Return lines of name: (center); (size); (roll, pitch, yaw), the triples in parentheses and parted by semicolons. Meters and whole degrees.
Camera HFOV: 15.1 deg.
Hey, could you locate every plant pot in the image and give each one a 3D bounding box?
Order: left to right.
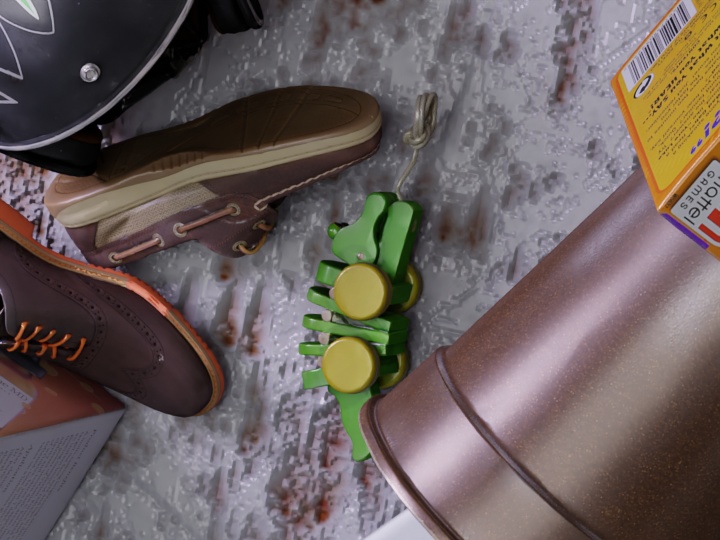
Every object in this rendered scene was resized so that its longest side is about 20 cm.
plant pot: (0.137, 0.061, 1.333); (0.200, 0.200, 0.198); (44, 102, 13)

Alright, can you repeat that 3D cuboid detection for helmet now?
helmet: (-0.160, -0.153, 1.419); (0.200, 0.191, 0.200); (-4, 79, 21)

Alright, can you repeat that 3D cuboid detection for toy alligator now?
toy alligator: (0.000, 0.000, 1.449); (0.054, 0.059, 0.200); (11, 96, 20)

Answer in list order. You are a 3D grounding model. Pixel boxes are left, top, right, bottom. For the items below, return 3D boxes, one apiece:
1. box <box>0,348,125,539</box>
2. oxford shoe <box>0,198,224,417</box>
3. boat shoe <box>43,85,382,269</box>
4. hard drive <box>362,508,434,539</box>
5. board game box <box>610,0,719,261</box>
box: (-0.249, 0.080, 1.471); (0.152, 0.200, 0.106); (37, 106, 15)
oxford shoe: (-0.169, 0.031, 1.487); (0.200, 0.073, 0.071); (30, 127, 0)
boat shoe: (-0.072, -0.043, 1.477); (0.200, 0.072, 0.072); (-16, 117, 20)
hard drive: (0.006, 0.223, 1.475); (0.200, 0.027, 0.132); (-36, 80, 18)
board game box: (0.261, -0.075, 1.238); (0.200, 0.200, 0.200); (36, 106, -13)
